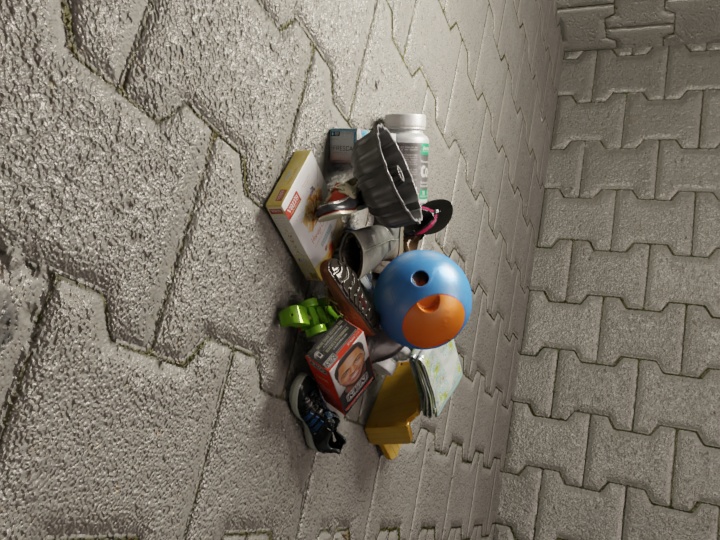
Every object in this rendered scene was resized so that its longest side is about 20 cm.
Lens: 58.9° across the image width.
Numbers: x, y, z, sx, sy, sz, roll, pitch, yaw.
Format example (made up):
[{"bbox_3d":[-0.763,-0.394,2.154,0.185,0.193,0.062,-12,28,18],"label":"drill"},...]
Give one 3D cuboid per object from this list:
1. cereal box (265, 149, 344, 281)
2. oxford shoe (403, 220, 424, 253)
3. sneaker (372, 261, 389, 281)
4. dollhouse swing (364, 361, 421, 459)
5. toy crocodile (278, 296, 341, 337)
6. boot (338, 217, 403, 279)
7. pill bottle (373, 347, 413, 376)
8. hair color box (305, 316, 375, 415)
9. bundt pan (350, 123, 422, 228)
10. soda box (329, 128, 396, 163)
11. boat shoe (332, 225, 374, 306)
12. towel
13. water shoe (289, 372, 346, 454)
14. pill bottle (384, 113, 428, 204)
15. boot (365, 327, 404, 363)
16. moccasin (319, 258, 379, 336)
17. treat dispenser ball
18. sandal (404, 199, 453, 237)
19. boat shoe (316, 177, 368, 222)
[{"bbox_3d":[-0.095,-0.098,1.168,0.201,0.039,0.144,66,37,-46],"label":"cereal box"},{"bbox_3d":[0.126,-0.096,1.531,0.073,0.084,0.201,36,48,-65],"label":"oxford shoe"},{"bbox_3d":[0.055,-0.002,1.495,0.082,0.075,0.200,-42,152,-3],"label":"sneaker"},{"bbox_3d":[0.126,0.360,1.587,0.176,0.181,0.201,53,43,-26],"label":"dollhouse swing"},{"bbox_3d":[-0.085,0.090,1.204,0.200,0.061,0.068,4,64,-70],"label":"toy crocodile"},{"bbox_3d":[0.020,-0.082,1.278,0.200,0.072,0.183,-15,98,-55],"label":"boot"},{"bbox_3d":[0.087,0.139,1.489,0.201,0.111,0.111,-58,147,-17],"label":"pill bottle"},{"bbox_3d":[-0.034,0.186,1.216,0.102,0.061,0.200,-48,151,-22],"label":"hair color box"},{"bbox_3d":[0.044,-0.168,1.204,0.202,0.075,0.203,57,20,-34],"label":"bundt pan"},{"bbox_3d":[0.009,-0.257,1.331,0.200,0.063,0.069,-18,111,-63],"label":"soda box"},{"bbox_3d":[0.000,0.000,1.349,0.201,0.070,0.091,66,37,-45],"label":"boat shoe"},{"bbox_3d":[0.181,0.223,1.498,0.200,0.048,0.172,-47,128,-52],"label":"towel"},{"bbox_3d":[-0.075,0.275,1.232,0.072,0.078,0.201,-59,144,-43],"label":"water shoe"},{"bbox_3d":[0.100,-0.254,1.464,0.113,0.112,0.202,-19,112,-62],"label":"pill bottle"},{"bbox_3d":[0.022,0.134,1.348,0.200,0.070,0.132,-35,132,-25],"label":"boot"},{"bbox_3d":[-0.031,0.053,1.199,0.202,0.077,0.074,55,35,-48],"label":"moccasin"},{"bbox_3d":[0.125,0.059,1.292,0.201,0.200,0.202,-21,113,-62],"label":"treat dispenser ball"},{"bbox_3d":[0.131,-0.114,1.485,0.045,0.199,0.076,138,-68,-76],"label":"sandal"},{"bbox_3d":[-0.034,-0.131,1.169,0.200,0.071,0.063,-36,114,-67],"label":"boat shoe"}]
